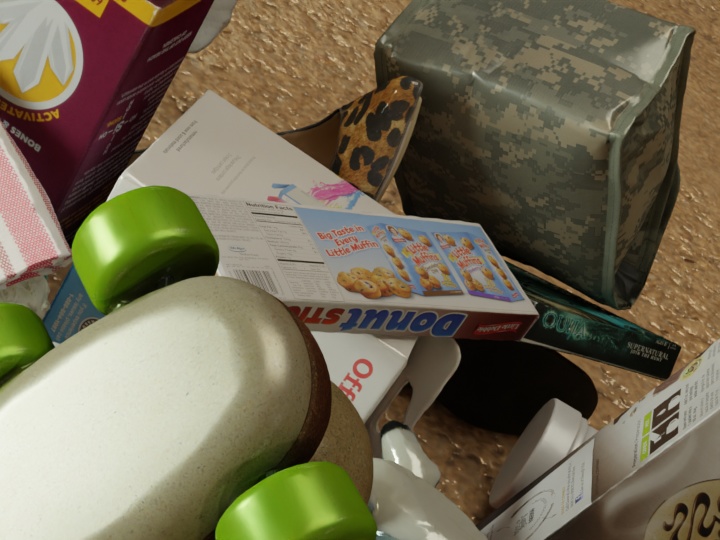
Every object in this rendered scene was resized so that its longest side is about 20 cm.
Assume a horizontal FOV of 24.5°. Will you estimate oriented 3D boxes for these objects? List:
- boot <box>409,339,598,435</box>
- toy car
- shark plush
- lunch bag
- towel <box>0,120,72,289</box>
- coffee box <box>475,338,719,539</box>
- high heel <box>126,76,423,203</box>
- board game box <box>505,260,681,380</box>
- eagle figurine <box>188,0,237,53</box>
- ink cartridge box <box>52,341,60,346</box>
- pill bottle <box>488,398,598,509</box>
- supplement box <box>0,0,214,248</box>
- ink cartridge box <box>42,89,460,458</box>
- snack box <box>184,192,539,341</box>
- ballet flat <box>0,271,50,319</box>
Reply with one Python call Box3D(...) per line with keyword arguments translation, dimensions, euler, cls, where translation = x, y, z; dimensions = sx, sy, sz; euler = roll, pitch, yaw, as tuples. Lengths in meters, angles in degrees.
Box3D(translation=(0.058, 0.044, 1.044), dimensions=(0.200, 0.074, 0.076), euler=(21, 27, -14), cls="boot")
Box3D(translation=(-0.058, 0.089, 0.689), dimensions=(0.164, 0.158, 0.200), euler=(59, 9, 28), cls="toy car")
Box3D(translation=(0.033, 0.157, 0.824), dimensions=(0.200, 0.083, 0.091), euler=(39, 22, 8), cls="shark plush")
Box3D(translation=(0.107, -0.074, 1.019), dimensions=(0.164, 0.200, 0.118), euler=(23, 57, 21), cls="lunch bag")
Box3D(translation=(-0.256, -0.033, 0.803), dimensions=(0.200, 0.030, 0.147), euler=(-24, 81, -35), cls="towel")
Box3D(translation=(0.150, 0.140, 0.845), dimensions=(0.113, 0.200, 0.080), euler=(44, 27, -9), cls="coffee box")
Box3D(translation=(-0.061, -0.069, 0.968), dimensions=(0.142, 0.200, 0.071), euler=(26, 46, -17), cls="high heel")
Box3D(translation=(0.088, 0.013, 1.052), dimensions=(0.135, 0.028, 0.200), euler=(16, 8, -40), cls="board game box")
Box3D(translation=(-0.190, -0.170, 1.061), dimensions=(0.152, 0.151, 0.200), euler=(46, 21, 0), cls="eagle figurine")
Box3D(translation=(-0.133, 0.140, 0.716), dimensions=(0.146, 0.084, 0.200), euler=(35, 31, 0), cls="ink cartridge box")
Box3D(translation=(0.177, 0.157, 0.959), dimensions=(0.200, 0.104, 0.104), euler=(33, 31, -1), cls="pill bottle")
Box3D(translation=(-0.173, -0.106, 0.907), dimensions=(0.110, 0.200, 0.086), euler=(36, 32, 4), cls="supplement box")
Box3D(translation=(-0.050, 0.023, 0.913), dimensions=(0.200, 0.129, 0.125), euler=(34, 32, -2), cls="ink cartridge box")
Box3D(translation=(0.000, 0.000, 0.843), dimensions=(0.200, 0.024, 0.072), euler=(4, 42, -39), cls="snack box")
Box3D(translation=(-0.254, -0.019, 0.850), dimensions=(0.200, 0.072, 0.072), euler=(30, 31, -3), cls="ballet flat")
